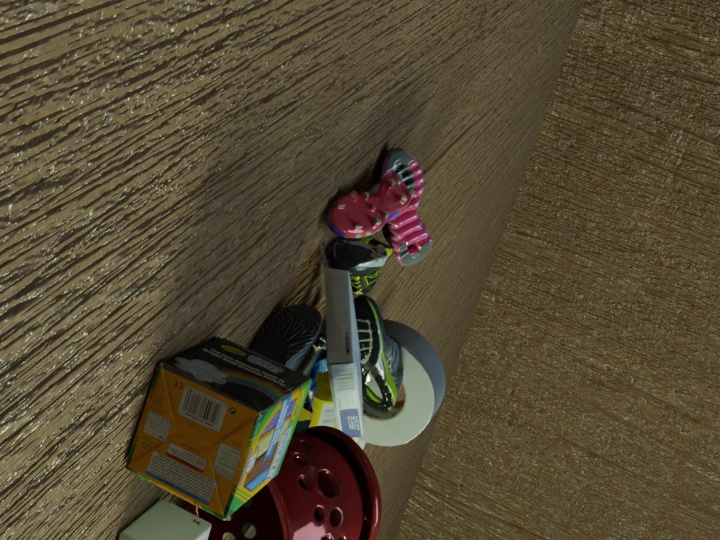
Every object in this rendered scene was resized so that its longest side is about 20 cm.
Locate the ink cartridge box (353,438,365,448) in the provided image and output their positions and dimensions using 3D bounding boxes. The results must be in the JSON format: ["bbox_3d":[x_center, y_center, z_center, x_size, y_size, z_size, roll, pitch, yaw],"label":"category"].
[{"bbox_3d":[-0.010,0.257,2.067,0.117,0.067,0.201,-38,148,-67],"label":"ink cartridge box"}]

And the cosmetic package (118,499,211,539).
[{"bbox_3d":[-0.245,0.375,1.256,0.201,0.071,0.101,-70,167,16],"label":"cosmetic package"}]

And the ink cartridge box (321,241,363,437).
[{"bbox_3d":[-0.023,0.096,1.523,0.200,0.040,0.201,84,1,-54],"label":"ink cartridge box"}]

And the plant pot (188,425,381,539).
[{"bbox_3d":[-0.083,0.292,1.364,0.182,0.200,0.202,-8,125,-42],"label":"plant pot"}]

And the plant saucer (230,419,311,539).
[{"bbox_3d":[-0.137,0.288,1.568,0.202,0.039,0.201,-58,-176,6],"label":"plant saucer"}]

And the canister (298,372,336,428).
[{"bbox_3d":[-0.063,0.253,1.764,0.148,0.086,0.201,-27,138,-55],"label":"canister"}]

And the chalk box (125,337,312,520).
[{"bbox_3d":[-0.140,0.158,1.192,0.125,0.124,0.200,-69,166,12],"label":"chalk box"}]

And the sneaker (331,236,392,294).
[{"bbox_3d":[0.000,0.000,1.621,0.200,0.074,0.085,-19,130,-74],"label":"sneaker"}]

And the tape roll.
[{"bbox_3d":[0.036,0.184,1.816,0.066,0.199,0.202,-45,155,-59],"label":"tape roll"}]

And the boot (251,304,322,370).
[{"bbox_3d":[-0.110,0.158,1.453,0.165,0.065,0.201,-49,157,-33],"label":"boot"}]

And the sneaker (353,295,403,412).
[{"bbox_3d":[0.021,0.117,1.695,0.081,0.073,0.201,-55,142,-47],"label":"sneaker"}]

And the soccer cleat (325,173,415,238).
[{"bbox_3d":[0.006,-0.078,1.537,0.076,0.067,0.200,-43,175,36],"label":"soccer cleat"}]

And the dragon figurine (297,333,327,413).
[{"bbox_3d":[-0.076,0.145,1.599,0.100,0.058,0.200,-63,166,-18],"label":"dragon figurine"}]

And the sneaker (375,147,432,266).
[{"bbox_3d":[0.052,-0.106,1.695,0.078,0.095,0.201,-20,128,-15],"label":"sneaker"}]
